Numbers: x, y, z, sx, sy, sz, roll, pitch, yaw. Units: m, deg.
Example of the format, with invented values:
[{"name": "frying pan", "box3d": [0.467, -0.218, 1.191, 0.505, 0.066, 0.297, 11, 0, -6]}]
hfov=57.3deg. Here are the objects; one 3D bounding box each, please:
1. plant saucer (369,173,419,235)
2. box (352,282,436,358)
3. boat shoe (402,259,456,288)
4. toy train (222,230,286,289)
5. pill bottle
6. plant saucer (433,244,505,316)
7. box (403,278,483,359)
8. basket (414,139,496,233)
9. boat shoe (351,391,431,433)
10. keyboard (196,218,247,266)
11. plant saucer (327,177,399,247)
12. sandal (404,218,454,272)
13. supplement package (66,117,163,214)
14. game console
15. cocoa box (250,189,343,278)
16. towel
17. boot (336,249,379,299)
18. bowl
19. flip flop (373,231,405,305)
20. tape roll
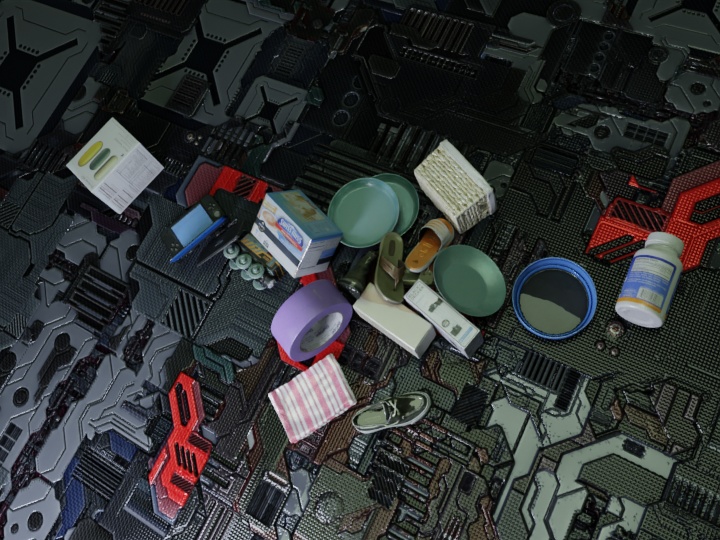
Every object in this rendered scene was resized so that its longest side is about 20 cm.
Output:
[{"name": "plant saucer", "box3d": [0.065, -0.168, 1.798, 0.196, 0.027, 0.204, -5, 68, 13]}, {"name": "box", "box3d": [0.086, 0.126, 1.646, 0.198, 0.095, 0.078, 34, 80, 22]}, {"name": "boat shoe", "box3d": [0.151, 0.004, 1.692, 0.196, 0.063, 0.073, -8, 66, 10]}, {"name": "toy train", "box3d": [-0.289, -0.032, 1.814, 0.199, 0.086, 0.114, 36, 68, 26]}, {"name": "pill bottle", "box3d": [0.675, 0.019, 1.524, 0.110, 0.112, 0.203, 21, 75, 21]}, {"name": "plant saucer", "box3d": [0.264, 0.031, 1.634, 0.197, 0.039, 0.204, 10, 57, -15]}, {"name": "box", "box3d": [0.203, 0.118, 1.605, 0.199, 0.117, 0.060, 41, 86, 25]}, {"name": "basket", "box3d": [0.245, -0.213, 1.713, 0.123, 0.136, 0.201, -38, 65, 2]}, {"name": "boat shoe", "box3d": [0.075, 0.342, 1.582, 0.197, 0.064, 0.072, -22, 66, 6]}, {"name": "keyboard", "box3d": [-0.381, -0.088, 1.837, 0.198, 0.021, 0.129, -28, 33, 35]}, {"name": "plant saucer", "box3d": [0.009, -0.152, 1.770, 0.196, 0.027, 0.204, -5, 69, 12]}, {"name": "sandal", "box3d": [0.181, -0.077, 1.681, 0.078, 0.060, 0.207, 22, 50, 21]}, {"name": "supplement package", "box3d": [-0.740, -0.315, 1.994, 0.151, 0.151, 0.200, 39, 83, 23]}, {"name": "game console", "box3d": [-0.483, -0.125, 1.874, 0.199, 0.119, 0.171, -39, 66, -3]}, {"name": "cocoa box", "box3d": [-0.169, -0.102, 1.751, 0.200, 0.132, 0.132, 44, 125, 24]}, {"name": "towel", "box3d": [-0.121, 0.321, 1.660, 0.198, 0.030, 0.148, -32, 66, 1]}, {"name": "boot", "box3d": [0.000, 0.000, 1.664, 0.067, 0.200, 0.132, 35, 85, -3]}, {"name": "bowl", "box3d": [0.469, 0.069, 1.597, 0.196, 0.039, 0.205, -5, 69, 13]}, {"name": "flip flop", "box3d": [0.081, -0.012, 1.635, 0.080, 0.058, 0.204, 14, 61, -15]}, {"name": "tape roll", "box3d": [-0.120, 0.125, 1.640, 0.200, 0.200, 0.085, -42, 65, -4]}]
